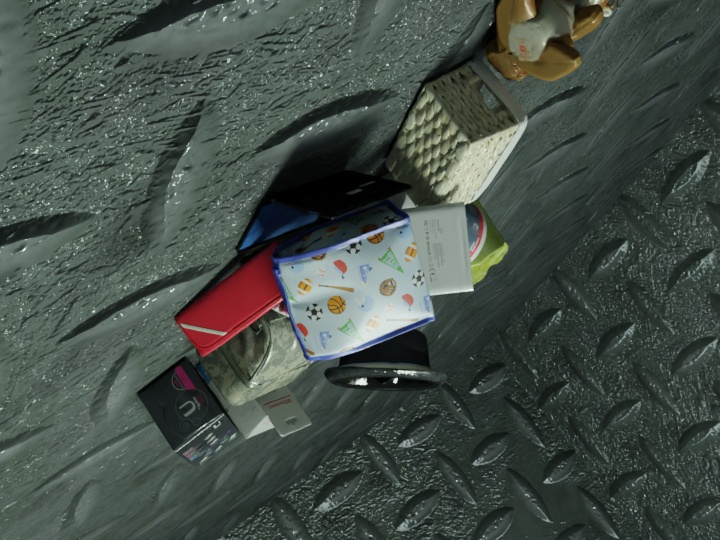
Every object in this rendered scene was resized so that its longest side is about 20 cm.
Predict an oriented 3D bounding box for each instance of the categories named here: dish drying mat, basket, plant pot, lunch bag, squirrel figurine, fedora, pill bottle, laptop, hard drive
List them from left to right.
[{"bbox_3d":[-0.179,0.044,1.315,0.198,0.077,0.018,-36,-174,12],"label":"dish drying mat"},{"bbox_3d":[-0.148,0.108,1.474,0.167,0.141,0.199,-42,165,30],"label":"lunch bag"},{"bbox_3d":[-0.055,-0.073,1.272,0.176,0.197,0.106,-25,122,-45],"label":"laptop"},{"bbox_3d":[-0.016,0.017,1.261,0.197,0.173,0.124,-23,-158,-11],"label":"lunch bag"},{"bbox_3d":[0.041,0.135,1.409,0.196,0.094,0.201,1,165,0],"label":"fedora"},{"bbox_3d":[0.067,-0.026,1.350,0.195,0.135,0.026,-6,-174,10],"label":"hard drive"},{"bbox_3d":[0.110,-0.087,1.499,0.198,0.121,0.120,22,122,-41],"label":"pill bottle"},{"bbox_3d":[0.138,-0.196,1.353,0.122,0.137,0.201,-24,159,-33],"label":"basket"},{"bbox_3d":[0.174,-0.068,1.684,0.199,0.185,0.201,-37,165,-12],"label":"plant pot"},{"bbox_3d":[0.279,-0.364,1.285,0.187,0.142,0.200,-45,-178,-24],"label":"squirrel figurine"}]

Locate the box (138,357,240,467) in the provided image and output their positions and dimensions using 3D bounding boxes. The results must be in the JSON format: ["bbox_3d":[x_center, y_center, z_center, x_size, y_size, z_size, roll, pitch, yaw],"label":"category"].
[{"bbox_3d":[-0.295,0.253,1.557,0.105,0.123,0.201,-36,165,-11],"label":"box"}]

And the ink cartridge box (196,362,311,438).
[{"bbox_3d":[-0.188,0.221,1.579,0.067,0.201,0.115,-44,164,21],"label":"ink cartridge box"}]

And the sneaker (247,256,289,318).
[{"bbox_3d":[-0.096,0.050,1.377,0.075,0.198,0.087,-61,-172,-18],"label":"sneaker"}]
